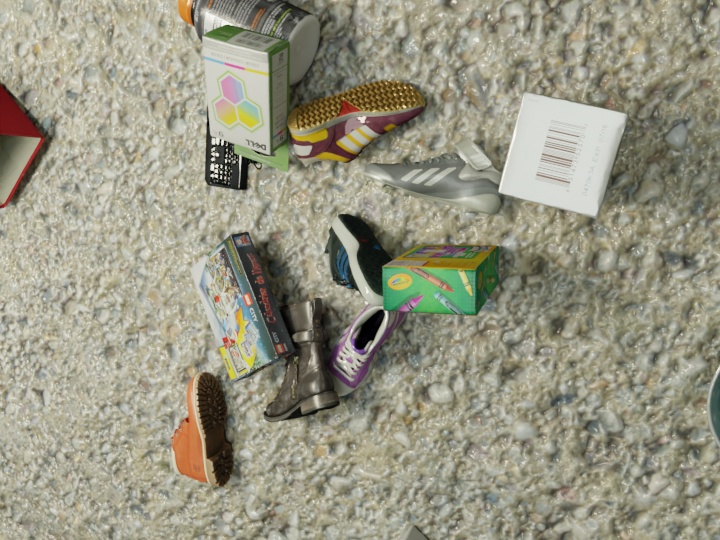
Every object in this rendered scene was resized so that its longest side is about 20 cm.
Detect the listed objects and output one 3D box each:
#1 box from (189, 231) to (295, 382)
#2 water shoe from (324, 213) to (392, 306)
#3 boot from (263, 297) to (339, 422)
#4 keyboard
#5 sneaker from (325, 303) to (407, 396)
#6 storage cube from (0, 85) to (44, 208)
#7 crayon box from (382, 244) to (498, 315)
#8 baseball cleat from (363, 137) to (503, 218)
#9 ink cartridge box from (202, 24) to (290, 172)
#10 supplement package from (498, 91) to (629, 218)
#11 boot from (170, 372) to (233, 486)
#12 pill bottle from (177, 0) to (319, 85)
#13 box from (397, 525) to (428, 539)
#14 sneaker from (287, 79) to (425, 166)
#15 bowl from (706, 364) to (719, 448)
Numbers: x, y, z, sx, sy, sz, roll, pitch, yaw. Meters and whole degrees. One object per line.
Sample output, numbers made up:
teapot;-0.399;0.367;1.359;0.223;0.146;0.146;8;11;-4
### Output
box;-0.189;0.060;1.060;0.136;0.037;0.202;-30;79;42
water shoe;0.000;0.000;0.964;0.071;0.201;0.079;11;122;-25
boot;-0.102;0.142;1.070;0.199;0.069;0.176;-27;71;46
keyboard;-0.203;-0.228;1.051;0.103;0.040;0.203;9;104;19
sneaker;-0.010;0.118;1.008;0.072;0.114;0.202;34;110;9
storage cube;-0.690;-0.226;1.146;0.180;0.200;0.171;47;112;13
crayon box;0.113;0.007;0.896;0.117;0.200;0.059;2;101;19
baseball cleat;0.107;-0.142;0.949;0.198;0.070;0.108;17;99;6
ink cartridge box;-0.157;-0.228;0.949;0.103;0.059;0.202;20;131;18
supplement package;0.249;-0.141;0.819;0.116;0.200;0.118;16;105;16
boot;-0.287;0.270;1.159;0.106;0.075;0.203;2;102;24
pill bottle;-0.166;-0.357;0.978;0.199;0.106;0.107;29;108;12
box;0.106;0.528;1.051;0.200;0.097;0.125;42;111;8
sneaker;-0.003;-0.208;0.973;0.197;0.076;0.091;-11;141;3
bowl;0.526;0.153;0.827;0.198;0.105;0.203;4;102;18
